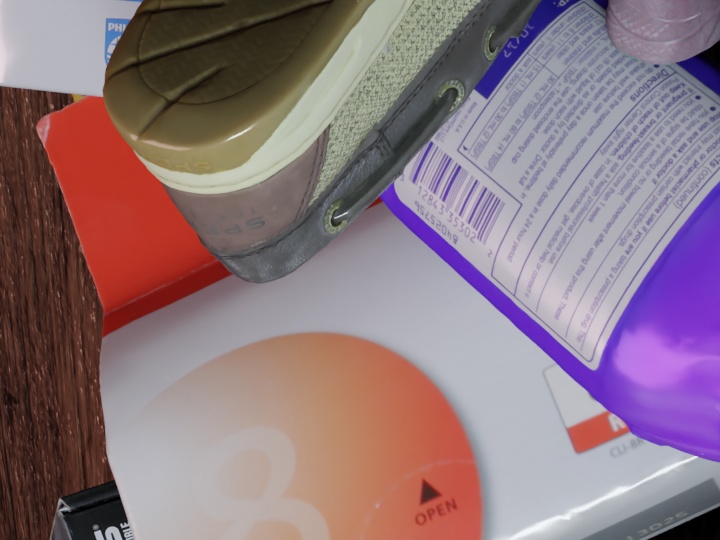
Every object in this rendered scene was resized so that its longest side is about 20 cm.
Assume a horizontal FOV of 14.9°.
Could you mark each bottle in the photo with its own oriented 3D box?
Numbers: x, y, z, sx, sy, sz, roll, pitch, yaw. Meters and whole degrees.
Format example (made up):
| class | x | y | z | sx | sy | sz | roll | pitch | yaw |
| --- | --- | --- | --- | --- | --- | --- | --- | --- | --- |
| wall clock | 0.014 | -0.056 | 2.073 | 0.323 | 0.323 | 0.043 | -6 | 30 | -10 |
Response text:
| class | x | y | z | sx | sy | sz | roll | pitch | yaw |
| --- | --- | --- | --- | --- | --- | --- | --- | --- | --- |
| bottle | 0.084 | 0.000 | 0.660 | 0.200 | 0.084 | 0.065 | 42 | -169 | 36 |

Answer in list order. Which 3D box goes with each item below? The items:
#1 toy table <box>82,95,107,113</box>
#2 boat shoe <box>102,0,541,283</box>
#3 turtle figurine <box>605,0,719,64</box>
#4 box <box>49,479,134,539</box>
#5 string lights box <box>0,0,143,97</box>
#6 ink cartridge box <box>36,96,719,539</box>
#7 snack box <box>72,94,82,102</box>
| class | x | y | z | sx | sy | sz | roll | pitch | yaw |
| --- | --- | --- | --- | --- | --- | --- | --- | --- | --- |
| toy table | -0.075 | -0.149 | 0.866 | 0.117 | 0.182 | 0.202 | -145 | 57 | -62 |
| boat shoe | 0.015 | -0.081 | 0.654 | 0.071 | 0.201 | 0.066 | 21 | 148 | 31 |
| turtle figurine | 0.078 | -0.114 | 0.571 | 0.201 | 0.100 | 0.150 | 77 | 177 | -46 |
| box | -0.002 | 0.158 | 0.958 | 0.086 | 0.163 | 0.201 | 114 | 138 | -65 |
| string lights box | -0.054 | -0.152 | 0.737 | 0.103 | 0.059 | 0.202 | -26 | -60 | -70 |
| ink cartridge box | 0.000 | 0.000 | 0.757 | 0.201 | 0.161 | 0.050 | 68 | -172 | 23 |
| snack box | -0.094 | -0.128 | 1.074 | 0.142 | 0.053 | 0.201 | 113 | 137 | -62 |
